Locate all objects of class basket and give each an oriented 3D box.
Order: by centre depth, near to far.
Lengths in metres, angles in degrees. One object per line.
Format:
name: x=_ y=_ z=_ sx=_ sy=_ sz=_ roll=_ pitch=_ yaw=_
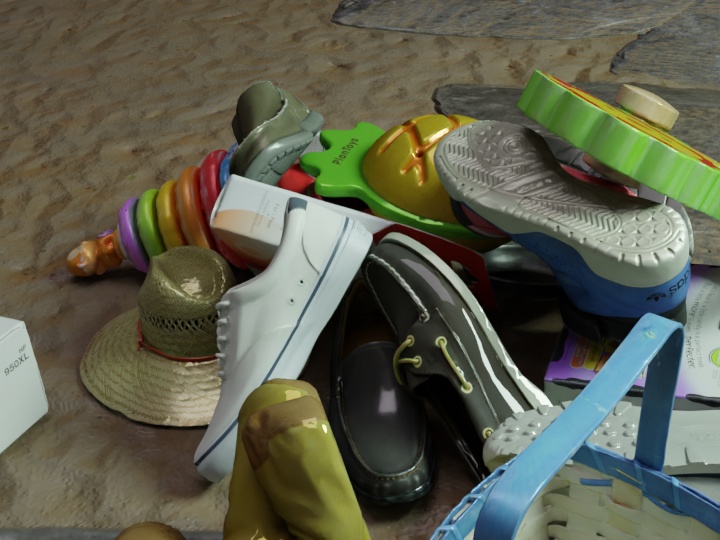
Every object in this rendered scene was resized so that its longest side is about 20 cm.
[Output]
basket: x=0.102 y=0.140 z=0.542 sx=0.139 sy=0.201 sz=0.176 roll=24 pitch=38 yaw=30

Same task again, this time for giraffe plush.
giraffe plush: x=-0.068 y=0.175 z=0.603 sx=0.161 sy=0.173 sz=0.201 roll=-20 pitch=66 yaw=-4

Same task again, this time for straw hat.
straw hat: x=-0.132 y=0.028 z=0.898 sx=0.199 sy=0.086 sz=0.202 roll=-5 pitch=30 yaw=3

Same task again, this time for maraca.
maraca: x=0.051 y=-0.075 z=0.932 sx=0.199 sy=0.108 sz=0.137 roll=16 pitch=35 yaw=12

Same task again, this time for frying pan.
frying pan: x=0.129 y=-0.011 z=0.963 sx=0.114 sy=0.031 sz=0.190 roll=-1 pitch=16 yaw=-10

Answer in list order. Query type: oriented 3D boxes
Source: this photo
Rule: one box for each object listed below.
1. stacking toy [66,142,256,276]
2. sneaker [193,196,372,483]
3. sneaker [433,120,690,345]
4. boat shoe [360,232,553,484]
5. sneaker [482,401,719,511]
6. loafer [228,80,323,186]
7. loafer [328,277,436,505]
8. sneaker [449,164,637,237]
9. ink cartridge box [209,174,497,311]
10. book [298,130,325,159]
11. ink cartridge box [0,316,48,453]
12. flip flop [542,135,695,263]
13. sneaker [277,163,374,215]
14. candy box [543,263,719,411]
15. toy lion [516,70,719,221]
stacking toy: x=-0.174 y=-0.035 z=1.024 sx=0.199 sy=0.110 sz=0.116 roll=-16 pitch=21 yaw=12
sneaker: x=-0.069 y=0.044 z=0.777 sx=0.070 sy=0.201 sz=0.073 roll=29 pitch=-3 yaw=-4
sneaker: x=0.132 y=-0.019 z=0.762 sx=0.199 sy=0.112 sz=0.077 roll=30 pitch=64 yaw=37
boat shoe: x=0.058 y=0.064 z=0.744 sx=0.060 sy=0.072 sz=0.202 roll=-31 pitch=72 yaw=-23
sneaker: x=0.170 y=0.127 z=0.667 sx=0.198 sy=0.081 sz=0.077 roll=3 pitch=27 yaw=11
loafer: x=-0.082 y=-0.112 z=0.950 sx=0.075 sy=0.070 sz=0.200 roll=-48 pitch=7 yaw=13
loafer: x=0.008 y=0.081 z=0.794 sx=0.072 sy=0.073 sz=0.200 roll=-9 pitch=30 yaw=-6
sneaker: x=0.156 y=-0.052 z=0.851 sx=0.199 sy=0.074 sz=0.087 roll=11 pitch=-3 yaw=-36
ink cartridge box: x=0.000 y=0.000 z=0.879 sx=0.199 sy=0.162 sz=0.050 roll=20 pitch=78 yaw=16
book: x=0.050 y=-0.109 z=1.091 sx=0.199 sy=0.048 sz=0.133 roll=13 pitch=11 yaw=33
ink cartridge box: x=-0.354 y=0.091 z=0.834 sx=0.199 sy=0.085 sz=0.145 roll=9 pitch=34 yaw=26
flip flop: x=0.207 y=-0.050 z=0.989 sx=0.081 sy=0.058 sz=0.200 roll=-48 pitch=51 yaw=-8
sneaker: x=-0.020 y=-0.065 z=1.037 sx=0.077 sy=0.085 sz=0.200 roll=-17 pitch=32 yaw=-20
candy box: x=0.239 y=0.066 z=0.776 sx=0.199 sy=0.072 sz=0.168 roll=6 pitch=32 yaw=21
toy lion: x=0.203 y=-0.070 z=0.752 sx=0.199 sy=0.069 sz=0.191 roll=34 pitch=15 yaw=20
